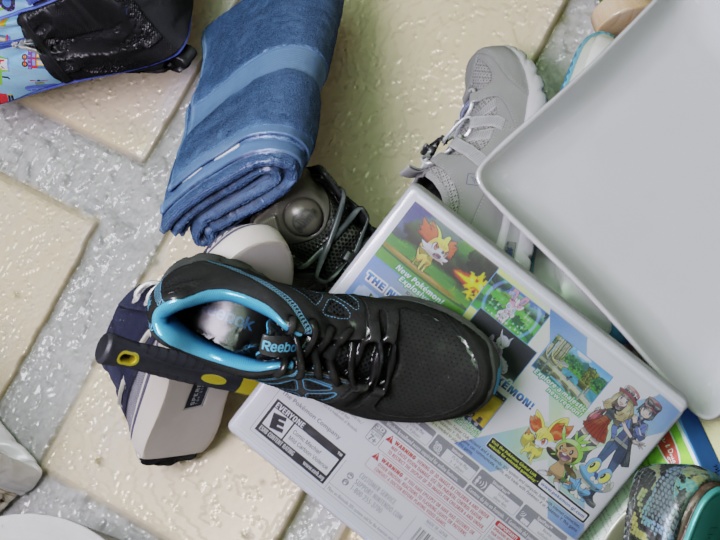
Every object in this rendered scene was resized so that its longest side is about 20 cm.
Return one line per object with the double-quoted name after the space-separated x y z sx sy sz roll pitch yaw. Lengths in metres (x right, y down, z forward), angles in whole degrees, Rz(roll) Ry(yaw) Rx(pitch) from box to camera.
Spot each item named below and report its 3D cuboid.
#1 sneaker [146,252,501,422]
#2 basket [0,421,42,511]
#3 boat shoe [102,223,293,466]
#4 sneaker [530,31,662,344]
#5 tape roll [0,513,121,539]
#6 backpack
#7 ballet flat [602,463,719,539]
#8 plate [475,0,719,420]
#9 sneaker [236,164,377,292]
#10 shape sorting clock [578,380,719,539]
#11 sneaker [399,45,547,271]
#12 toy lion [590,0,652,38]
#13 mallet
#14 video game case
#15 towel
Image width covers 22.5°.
-0.022 0.046 0.991 0.199 0.082 0.074 12 100 4 "sneaker"
-0.350 0.102 1.148 0.161 0.198 0.200 -45 67 2 "basket"
-0.110 0.025 1.117 0.093 0.074 0.200 57 134 33 "boat shoe"
0.148 -0.049 1.116 0.080 0.077 0.201 7 77 3 "sneaker"
-0.200 0.255 1.121 0.201 0.071 0.203 -5 71 15 "tape roll"
-0.216 -0.209 1.229 0.199 0.135 0.183 -14 51 20 "backpack"
0.151 0.202 1.008 0.074 0.074 0.201 20 88 22 "ballet flat"
0.197 -0.046 1.064 0.200 0.032 0.200 -44 89 -14 "plate"
0.000 0.000 1.119 0.199 0.114 0.076 34 87 21 "sneaker"
0.157 0.158 1.058 0.199 0.039 0.201 -2 83 18 "shape sorting clock"
0.066 -0.067 1.106 0.082 0.075 0.201 11 50 -6 "sneaker"
0.189 -0.219 1.085 0.199 0.192 0.069 -19 69 10 "toy lion"
-0.062 0.058 1.076 0.066 0.200 0.041 -55 39 13 "mallet"
0.054 0.082 1.038 0.200 0.022 0.183 39 102 3 "video game case"
-0.067 -0.110 1.143 0.111 0.049 0.200 -31 31 32 "towel"
